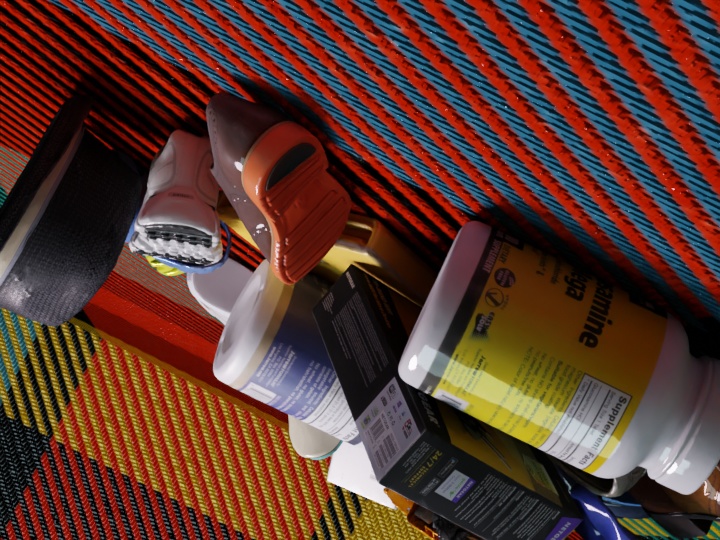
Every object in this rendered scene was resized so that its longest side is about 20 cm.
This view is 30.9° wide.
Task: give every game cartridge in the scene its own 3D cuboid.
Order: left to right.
[{"bbox_3d":[0.000,0.000,1.058,0.175,0.033,0.200,16,166,40],"label":"game cartridge"}]

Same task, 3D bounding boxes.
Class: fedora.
[{"bbox_3d":[-0.228,-0.029,0.987,0.091,0.202,0.200,30,167,-16],"label":"fedora"}]

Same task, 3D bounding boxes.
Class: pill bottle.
[{"bbox_3d":[-0.012,0.079,1.076,0.198,0.112,0.111,27,168,-14],"label":"pill bottle"},{"bbox_3d":[0.133,0.059,0.820,0.198,0.114,0.113,25,168,2],"label":"pill bottle"}]

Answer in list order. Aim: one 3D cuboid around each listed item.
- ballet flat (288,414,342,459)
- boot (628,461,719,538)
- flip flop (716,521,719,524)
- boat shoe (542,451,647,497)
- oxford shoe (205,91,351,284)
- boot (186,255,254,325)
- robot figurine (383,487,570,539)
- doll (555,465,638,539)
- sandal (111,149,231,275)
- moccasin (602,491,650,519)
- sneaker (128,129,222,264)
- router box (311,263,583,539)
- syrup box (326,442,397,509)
[{"bbox_3d":[-0.038,0.084,1.181,0.068,0.201,0.070,3,125,5],"label":"ballet flat"},{"bbox_3d":[0.227,0.099,0.943,0.200,0.069,0.188,46,150,-11],"label":"boot"},{"bbox_3d":[0.267,0.153,1.054,0.198,0.081,0.058,26,135,5],"label":"flip flop"},{"bbox_3d":[0.120,0.076,0.913,0.201,0.060,0.072,41,133,14],"label":"boat shoe"},{"bbox_3d":[-0.056,-0.055,0.872,0.072,0.071,0.201,41,164,20],"label":"oxford shoe"},{"bbox_3d":[-0.097,0.047,1.380,0.199,0.074,0.096,37,173,-8],"label":"boot"},{"bbox_3d":[0.104,0.212,1.053,0.144,0.059,0.199,31,175,-27],"label":"robot figurine"},{"bbox_3d":[0.162,0.167,1.015,0.201,0.048,0.137,52,167,22],"label":"doll"},{"bbox_3d":[-0.180,-0.049,1.128,0.086,0.081,0.199,12,170,38],"label":"sandal"},{"bbox_3d":[0.163,0.175,1.118,0.198,0.081,0.068,22,153,17],"label":"moccasin"},{"bbox_3d":[-0.137,-0.052,1.003,0.074,0.082,0.200,7,171,-12],"label":"sneaker"},{"bbox_3d":[0.057,0.099,0.931,0.156,0.052,0.201,32,-161,-31],"label":"router box"},{"bbox_3d":[0.049,0.164,1.316,0.081,0.080,0.199,18,-166,23],"label":"syrup box"}]
